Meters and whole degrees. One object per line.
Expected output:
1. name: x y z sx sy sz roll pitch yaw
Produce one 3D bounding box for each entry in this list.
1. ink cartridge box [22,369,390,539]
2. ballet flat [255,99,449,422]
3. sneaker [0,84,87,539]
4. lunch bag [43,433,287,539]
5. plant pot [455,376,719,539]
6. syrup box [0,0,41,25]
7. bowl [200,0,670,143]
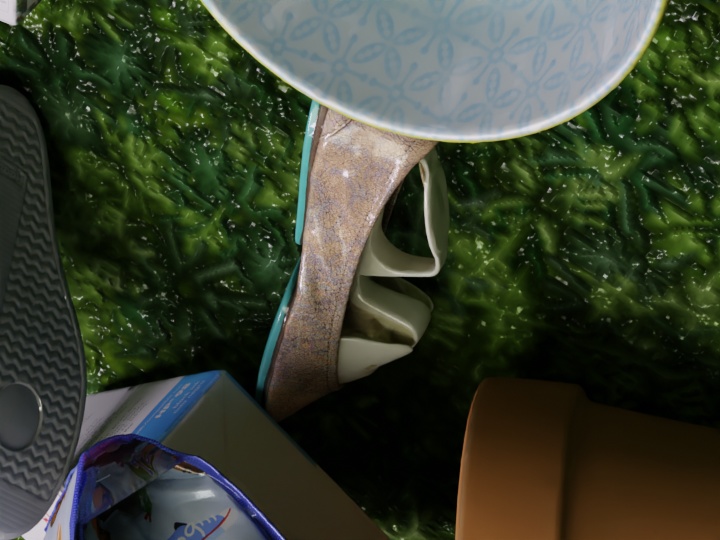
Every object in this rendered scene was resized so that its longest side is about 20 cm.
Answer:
1. ink cartridge box: -0.087 0.114 1.205 0.116 0.067 0.200 47 156 -16
2. ballet flat: 0.000 0.000 1.091 0.067 0.068 0.200 19 135 6
3. sneaker: -0.193 0.024 1.171 0.118 0.074 0.201 -9 82 35
4. lunch bag: -0.069 0.174 1.058 0.200 0.124 0.170 58 158 9
5. plant pot: 0.119 0.143 1.063 0.140 0.200 0.200 0 127 11
6. syrup box: -0.144 -0.204 0.995 0.081 0.079 0.200 21 134 14
7. bowl: 0.032 -0.157 0.910 0.200 0.108 0.200 16 133 18
